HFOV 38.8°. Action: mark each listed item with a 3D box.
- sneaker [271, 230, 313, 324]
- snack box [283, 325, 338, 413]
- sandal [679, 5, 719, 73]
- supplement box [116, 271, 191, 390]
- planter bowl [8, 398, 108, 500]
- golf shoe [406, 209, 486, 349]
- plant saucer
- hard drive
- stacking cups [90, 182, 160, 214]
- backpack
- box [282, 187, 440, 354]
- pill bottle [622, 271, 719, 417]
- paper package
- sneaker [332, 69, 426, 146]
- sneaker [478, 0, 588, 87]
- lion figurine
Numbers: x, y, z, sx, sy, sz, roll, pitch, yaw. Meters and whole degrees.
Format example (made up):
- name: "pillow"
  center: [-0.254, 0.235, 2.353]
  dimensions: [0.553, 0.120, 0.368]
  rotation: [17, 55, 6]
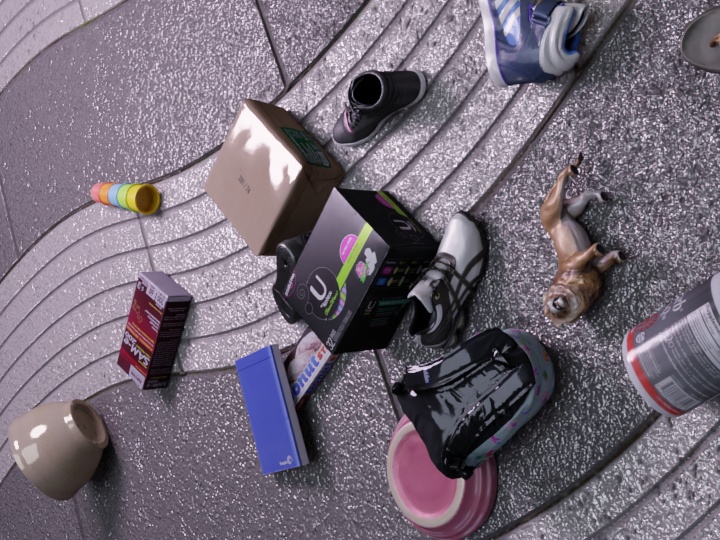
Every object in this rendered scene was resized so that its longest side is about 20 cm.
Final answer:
- name: "sneaker"
  center: [-0.085, 0.007, 1.672]
  dimensions: [0.076, 0.113, 0.201]
  rotation: [48, 149, 27]
- name: "snack box"
  center: [-0.081, 0.145, 1.692]
  dimensions: [0.072, 0.024, 0.201]
  rotation: [53, 125, 30]
- name: "sandal"
  center: [0.448, -0.253, 1.149]
  dimensions: [0.198, 0.054, 0.083]
  rotation: [28, 109, 41]
- name: "supplement box"
  center: [-0.403, 0.116, 1.986]
  dimensions: [0.108, 0.060, 0.204]
  rotation: [33, 113, 39]
- name: "planter bowl"
  center: [-0.608, 0.353, 2.118]
  dimensions: [0.134, 0.200, 0.202]
  rotation: [-35, 64, 9]
- name: "golf shoe"
  center: [0.118, 0.015, 1.450]
  dimensions: [0.077, 0.093, 0.204]
  rotation: [18, 101, 43]
- name: "plant saucer"
  center: [0.108, 0.293, 1.490]
  dimensions: [0.198, 0.050, 0.205]
  rotation: [1, 91, 45]
- name: "hard drive"
  center: [-0.152, 0.238, 1.736]
  dimensions: [0.131, 0.025, 0.204]
  rotation: [-26, 77, 53]
- name: "stacking cups"
  center: [-0.479, -0.149, 2.070]
  dimensions: [0.198, 0.060, 0.062]
  rotation: [9, 96, 49]
- name: "backpack"
  center: [0.162, 0.161, 1.372]
  dimensions: [0.200, 0.126, 0.168]
  rotation: [-43, 71, 23]
- name: "box"
  center: [0.000, 0.000, 1.545]
  dimensions: [0.149, 0.123, 0.202]
  rotation: [46, 121, 33]
- name: "pill bottle"
  center: [0.404, 0.072, 1.153]
  dimensions: [0.199, 0.115, 0.118]
  rotation: [-40, 63, 36]
- name: "paper package"
  center: [-0.149, -0.152, 1.706]
  dimensions: [0.200, 0.102, 0.193]
  rotation: [49, 122, 33]
- name: "sneaker"
  center: [0.000, -0.252, 1.561]
  dimensions: [0.199, 0.098, 0.072]
  rotation: [-28, 73, 42]
- name: "sneaker"
  center: [0.235, -0.350, 1.351]
  dimensions: [0.144, 0.080, 0.205]
  rotation: [-9, 81, 36]
- name: "lion figurine"
  center: [0.272, -0.038, 1.325]
  dimensions: [0.122, 0.071, 0.204]
  rotation: [-40, 49, 51]
